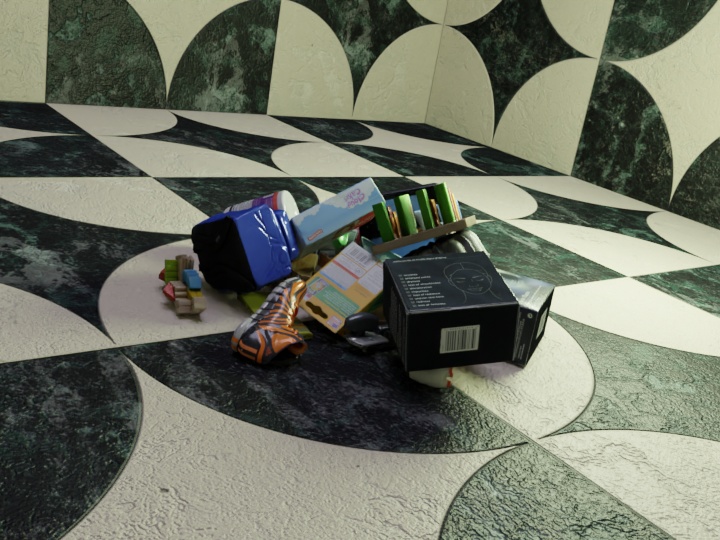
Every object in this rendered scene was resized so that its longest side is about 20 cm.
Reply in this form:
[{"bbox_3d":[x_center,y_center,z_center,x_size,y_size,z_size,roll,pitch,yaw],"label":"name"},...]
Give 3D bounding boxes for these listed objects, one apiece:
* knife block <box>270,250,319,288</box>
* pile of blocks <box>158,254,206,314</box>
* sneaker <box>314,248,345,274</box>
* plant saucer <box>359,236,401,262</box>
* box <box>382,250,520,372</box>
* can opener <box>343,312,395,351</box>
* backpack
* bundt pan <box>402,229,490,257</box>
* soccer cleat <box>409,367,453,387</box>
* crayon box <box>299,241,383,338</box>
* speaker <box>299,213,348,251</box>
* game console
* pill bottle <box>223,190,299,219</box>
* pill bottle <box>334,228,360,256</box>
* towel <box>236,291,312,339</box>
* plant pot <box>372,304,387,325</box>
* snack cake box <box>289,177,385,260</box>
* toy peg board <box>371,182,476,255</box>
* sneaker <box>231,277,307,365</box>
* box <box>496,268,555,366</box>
[{"bbox_3d":[-0.119,0.000,1.765,0.174,0.065,0.199,-9,26,-42],"label":"knife block"},{"bbox_3d":[-0.348,0.020,1.559,0.061,0.083,0.200,0,22,-28],"label":"pile of blocks"},{"bbox_3d":[0.000,0.000,1.719,0.197,0.086,0.073,4,18,-29],"label":"sneaker"},{"bbox_3d":[0.075,-0.007,1.760,0.198,0.019,0.071,25,38,-34],"label":"plant saucer"},{"bbox_3d":[0.152,0.066,1.439,0.196,0.126,0.197,-4,29,-8],"label":"box"},{"bbox_3d":[0.053,0.113,1.546,0.198,0.068,0.052,-1,20,-43],"label":"can opener"},{"bbox_3d":[-0.233,-0.041,1.636,0.167,0.165,0.198,-21,10,-42],"label":"backpack"},{"bbox_3d":[0.160,-0.023,1.677,0.199,0.077,0.202,-25,3,1],"label":"bundt pan"},{"bbox_3d":[0.139,0.148,1.484,0.076,0.070,0.200,11,22,11],"label":"soccer cleat"},{"bbox_3d":[-0.033,0.044,1.588,0.125,0.052,0.200,34,53,21],"label":"crayon box"},{"bbox_3d":[-0.132,-0.085,1.894,0.197,0.090,0.088,-4,14,21],"label":"speaker"},{"bbox_3d":[0.097,-0.081,1.821,0.196,0.177,0.117,-10,45,1],"label":"game console"},{"bbox_3d":[-0.241,-0.099,1.827,0.197,0.113,0.112,-15,14,13],"label":"pill bottle"},{"bbox_3d":[0.047,-0.055,1.937,0.197,0.115,0.113,17,20,15],"label":"pill bottle"},{"bbox_3d":[-0.168,0.086,1.573,0.085,0.018,0.200,3,20,-30],"label":"towel"},{"bbox_3d":[0.005,0.073,1.682,0.197,0.028,0.200,10,18,-3],"label":"plant pot"},{"bbox_3d":[-0.057,-0.107,1.702,0.198,0.068,0.115,-29,-7,-21],"label":"snack cake box"},{"bbox_3d":[0.124,-0.112,1.682,0.197,0.099,0.199,-16,2,15],"label":"toy peg board"},{"bbox_3d":[-0.129,0.099,1.442,0.111,0.078,0.200,25,49,18],"label":"sneaker"},{"bbox_3d":[0.273,0.080,1.662,0.196,0.125,0.200,16,19,19],"label":"box"}]
